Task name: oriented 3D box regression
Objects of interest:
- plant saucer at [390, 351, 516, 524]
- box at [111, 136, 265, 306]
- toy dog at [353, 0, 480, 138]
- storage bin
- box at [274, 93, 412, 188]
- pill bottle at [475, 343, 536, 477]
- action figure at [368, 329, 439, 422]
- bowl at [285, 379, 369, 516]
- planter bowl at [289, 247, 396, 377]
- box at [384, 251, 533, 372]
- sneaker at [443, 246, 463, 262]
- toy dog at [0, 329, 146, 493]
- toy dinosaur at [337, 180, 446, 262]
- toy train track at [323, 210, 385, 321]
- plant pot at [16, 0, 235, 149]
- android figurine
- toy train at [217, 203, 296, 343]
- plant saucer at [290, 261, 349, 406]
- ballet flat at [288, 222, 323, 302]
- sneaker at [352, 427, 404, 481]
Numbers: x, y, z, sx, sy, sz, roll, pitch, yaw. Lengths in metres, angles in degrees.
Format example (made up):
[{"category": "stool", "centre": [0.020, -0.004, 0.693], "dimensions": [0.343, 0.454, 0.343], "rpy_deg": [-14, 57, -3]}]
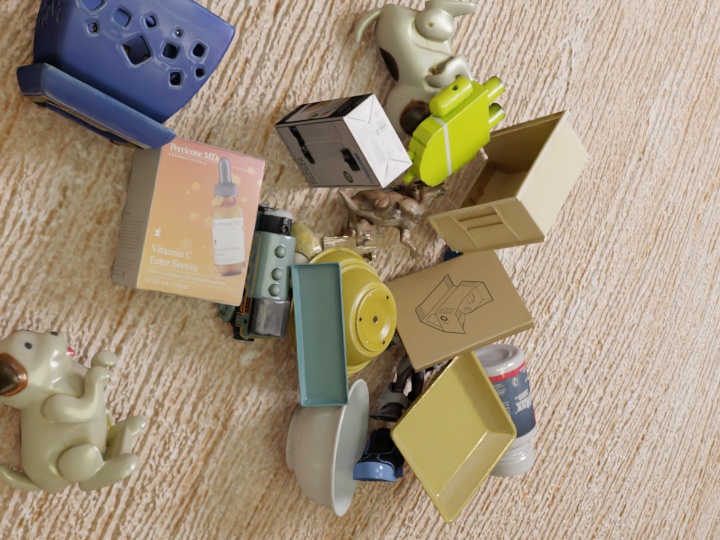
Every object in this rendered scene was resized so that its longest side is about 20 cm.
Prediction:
[{"category": "plant saucer", "centre": [0.136, 0.249, 1.380], "dimensions": [0.200, 0.048, 0.201], "rpy_deg": [-45, 118, -28]}, {"category": "box", "centre": [-0.230, -0.066, 1.198], "dimensions": [0.151, 0.106, 0.202], "rpy_deg": [10, 89, -32]}, {"category": "toy dog", "centre": [0.090, -0.302, 1.365], "dimensions": [0.193, 0.139, 0.202], "rpy_deg": [-3, 97, -24]}, {"category": "storage bin", "centre": [0.232, -0.134, 1.410], "dimensions": [0.094, 0.198, 0.201], "rpy_deg": [49, 56, -25]}, {"category": "box", "centre": [-0.028, -0.178, 1.261], "dimensions": [0.060, 0.200, 0.117], "rpy_deg": [-41, 115, -22]}, {"category": "pill bottle", "centre": [0.234, 0.237, 1.512], "dimensions": [0.119, 0.119, 0.202], "rpy_deg": [-20, 105, -29]}, {"category": "action figure", "centre": [0.082, 0.151, 1.431], "dimensions": [0.130, 0.069, 0.201], "rpy_deg": [33, 61, -31]}, {"category": "bowl", "centre": [-0.054, 0.255, 1.325], "dimensions": [0.201, 0.090, 0.203], "rpy_deg": [7, 90, -77]}, {"category": "planter bowl", "centre": [-0.005, 0.068, 1.304], "dimensions": [0.200, 0.083, 0.202], "rpy_deg": [-5, 97, -50]}, {"category": "box", "centre": [0.146, 0.056, 1.392], "dimensions": [0.199, 0.164, 0.021], "rpy_deg": [-20, 144, -6]}, {"category": "sneaker", "centre": [0.182, 0.027, 1.501], "dimensions": [0.082, 0.070, 0.201], "rpy_deg": [5, 89, -55]}, {"category": "toy dog", "centre": [-0.382, 0.163, 1.114], "dimensions": [0.193, 0.140, 0.201], "rpy_deg": [-20, 110, 9]}, {"category": "toy dinosaur", "centre": [0.037, -0.096, 1.360], "dimensions": [0.199, 0.136, 0.086], "rpy_deg": [10, 126, -25]}, {"category": "toy train track", "centre": [0.000, 0.000, 1.393], "dimensions": [0.114, 0.032, 0.202], "rpy_deg": [-6, 98, -32]}, {"category": "plant pot", "centre": [-0.299, -0.259, 1.089], "dimensions": [0.199, 0.200, 0.181], "rpy_deg": [27, 86, -32]}, {"category": "android figurine", "centre": [0.138, -0.206, 1.354], "dimensions": [0.200, 0.041, 0.182], "rpy_deg": [-40, 152, -12]}, {"category": "toy train", "centre": [-0.138, 0.006, 1.258], "dimensions": [0.085, 0.114, 0.202], "rpy_deg": [10, 89, -33]}, {"category": "plant saucer", "centre": [-0.055, 0.088, 1.238], "dimensions": [0.069, 0.019, 0.202], "rpy_deg": [-3, 97, 6]}, {"category": "ballet flat", "centre": [-0.082, 0.032, 1.319], "dimensions": [0.070, 0.071, 0.202], "rpy_deg": [-18, 107, -30]}, {"category": "sneaker", "centre": [0.030, 0.281, 1.369], "dimensions": [0.070, 0.200, 0.079], "rpy_deg": [0, 81, 9]}]
